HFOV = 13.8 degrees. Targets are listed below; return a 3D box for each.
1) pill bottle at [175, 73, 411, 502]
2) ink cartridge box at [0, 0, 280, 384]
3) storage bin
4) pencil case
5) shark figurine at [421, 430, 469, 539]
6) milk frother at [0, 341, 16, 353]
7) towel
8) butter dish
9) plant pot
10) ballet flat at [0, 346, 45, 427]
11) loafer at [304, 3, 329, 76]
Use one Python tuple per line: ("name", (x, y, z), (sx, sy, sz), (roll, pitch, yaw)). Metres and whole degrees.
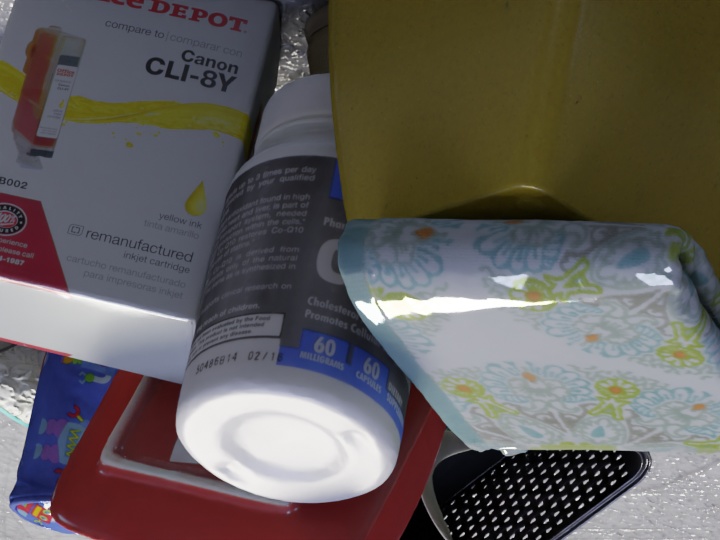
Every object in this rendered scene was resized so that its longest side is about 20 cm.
("pill bottle", (-0.021, 0.006, 1.518), (0.113, 0.201, 0.114), (8, 147, 5))
("ink cartridge box", (-0.134, -0.058, 1.601), (0.145, 0.201, 0.083), (12, 153, 3))
("storage bin", (0.068, 0.118, 1.896), (0.200, 0.094, 0.135), (-40, 131, 22))
("pencil case", (-0.161, 0.071, 1.900), (0.087, 0.201, 0.078), (13, 163, 4))
("shark figurine", (0.054, 0.046, 1.658), (0.128, 0.090, 0.215), (20, 119, -20))
("milk frother", (-0.233, -0.002, 1.776), (0.180, 0.201, 0.188), (30, 151, -23))
("towel", (0.100, 0.031, 1.430), (0.171, 0.048, 0.200), (-2, 151, 24))
("butter dish", (-0.034, 0.102, 1.628), (0.199, 0.200, 0.148), (10, 149, 33))
("plant pot", (0.099, -0.075, 1.468), (0.200, 0.177, 0.200), (31, 151, -32))
("ballet flat", (-0.186, 0.088, 2.087), (0.072, 0.072, 0.200), (-8, 151, 40))
("loafer", (0.050, -0.077, 1.622), (0.200, 0.068, 0.076), (25, 154, -23))
